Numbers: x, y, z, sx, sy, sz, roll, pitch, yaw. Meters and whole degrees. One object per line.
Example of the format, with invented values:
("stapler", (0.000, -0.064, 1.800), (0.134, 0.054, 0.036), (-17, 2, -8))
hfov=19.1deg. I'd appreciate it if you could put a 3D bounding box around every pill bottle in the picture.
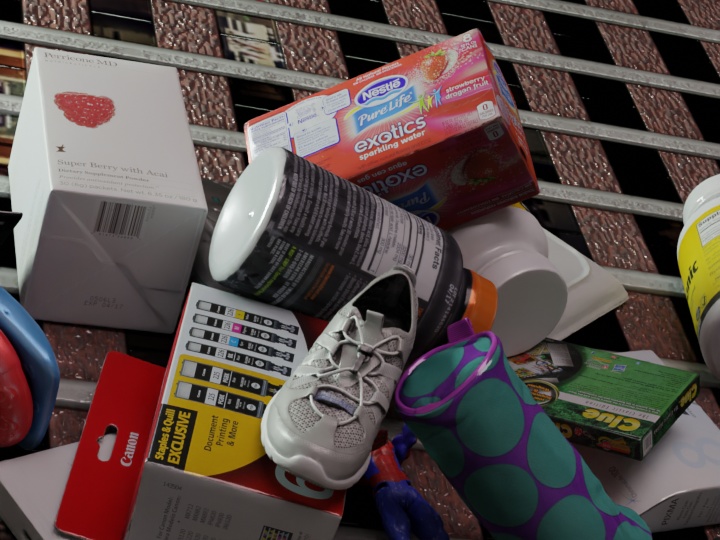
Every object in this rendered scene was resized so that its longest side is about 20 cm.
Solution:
("pill bottle", (0.329, 0.003, 1.817), (0.110, 0.112, 0.201), (13, 33, -10))
("pill bottle", (0.000, 0.000, 1.525), (0.199, 0.106, 0.107), (27, 29, -21))
("pill bottle", (0.077, -0.026, 1.673), (0.112, 0.113, 0.200), (-4, 38, -32))

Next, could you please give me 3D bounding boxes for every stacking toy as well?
("stacking toy", (-0.300, 0.097, 1.380), (0.116, 0.110, 0.200), (44, 50, 15))

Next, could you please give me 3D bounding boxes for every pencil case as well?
("pencil case", (0.110, 0.134, 1.442), (0.200, 0.085, 0.093), (52, 42, -20))

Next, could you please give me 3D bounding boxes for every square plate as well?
("square plate", (0.103, -0.008, 1.794), (0.199, 0.029, 0.198), (35, 35, 23))

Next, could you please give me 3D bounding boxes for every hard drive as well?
("hard drive", (-0.135, 0.157, 1.429), (0.199, 0.026, 0.132), (-11, 44, -39))

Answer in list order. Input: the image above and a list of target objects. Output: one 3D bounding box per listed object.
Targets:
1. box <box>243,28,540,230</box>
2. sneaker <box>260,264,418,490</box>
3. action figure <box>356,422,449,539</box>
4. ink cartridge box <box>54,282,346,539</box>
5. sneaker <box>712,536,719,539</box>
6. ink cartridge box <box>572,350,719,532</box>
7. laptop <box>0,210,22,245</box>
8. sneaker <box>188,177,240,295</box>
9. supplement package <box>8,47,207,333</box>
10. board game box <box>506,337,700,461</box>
("box", (0.022, -0.084, 1.603), (0.199, 0.096, 0.100), (-22, 48, 11))
("sneaker", (-0.010, 0.063, 1.377), (0.074, 0.082, 0.200), (22, 33, 0))
("action figure", (0.036, 0.144, 1.477), (0.065, 0.100, 0.200), (-1, 35, -30))
("ink cartridge box", (-0.096, 0.106, 1.422), (0.174, 0.084, 0.201), (16, 34, -6))
("sneaker", (0.270, 0.238, 1.470), (0.084, 0.075, 0.200), (13, 10, 9))
("ink cartridge box", (0.179, 0.130, 1.612), (0.199, 0.048, 0.160), (-2, 38, -32))
("laptop", (-0.356, -0.065, 1.569), (0.176, 0.104, 0.201), (5, 35, -22))
("sneaker", (-0.118, -0.025, 1.669), (0.070, 0.081, 0.200), (12, 13, -10))
("supplement package", (-0.197, -0.064, 1.633), (0.120, 0.120, 0.201), (6, 35, -18))
("board game box", (0.144, 0.088, 1.609), (0.199, 0.024, 0.105), (13, 30, 31))
